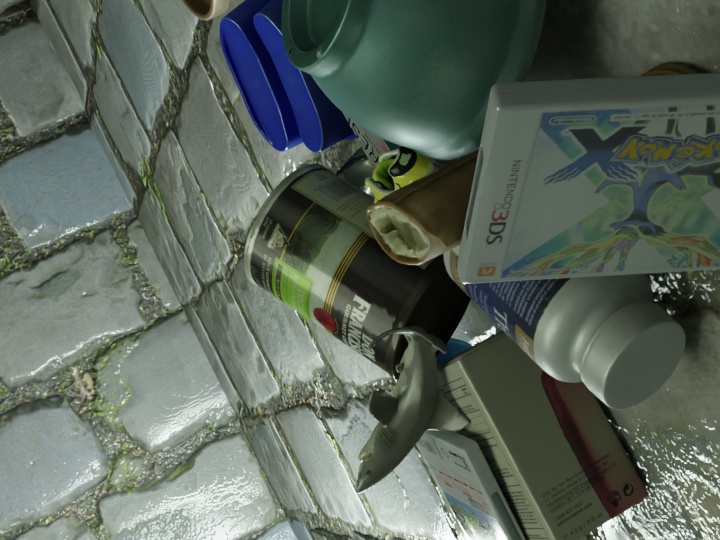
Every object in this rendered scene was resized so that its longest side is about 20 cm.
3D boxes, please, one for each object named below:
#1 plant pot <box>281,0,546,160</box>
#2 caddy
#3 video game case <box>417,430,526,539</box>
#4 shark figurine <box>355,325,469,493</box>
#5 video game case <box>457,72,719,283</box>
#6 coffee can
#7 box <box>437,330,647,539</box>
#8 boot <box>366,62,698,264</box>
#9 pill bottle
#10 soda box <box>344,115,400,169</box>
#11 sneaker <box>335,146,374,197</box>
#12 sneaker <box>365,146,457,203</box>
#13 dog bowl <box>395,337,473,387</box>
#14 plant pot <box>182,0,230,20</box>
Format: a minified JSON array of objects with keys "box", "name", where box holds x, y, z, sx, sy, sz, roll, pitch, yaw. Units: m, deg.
[{"box":[0.024,-0.192,0.850,0.200,0.133,0.203,-24,63,57],"name":"plant pot"},{"box":[-0.061,-0.222,1.244,0.141,0.105,0.202,8,129,49],"name":"caddy"},{"box":[0.123,0.246,1.161,0.202,0.018,0.143,63,163,-12],"name":"video game case"},{"box":[0.064,0.116,1.093,0.089,0.128,0.216,29,133,20],"name":"shark figurine"},{"box":[0.166,-0.052,0.707,0.183,0.197,0.022,94,171,-58],"name":"video game case"},{"box":[0.000,0.000,1.188,0.199,0.146,0.147,32,150,24],"name":"coffee can"},{"box":[0.167,0.157,1.121,0.202,0.108,0.128,62,164,4],"name":"box"},{"box":[0.121,-0.065,0.788,0.067,0.199,0.175,65,162,-7],"name":"boot"},{"box":[0.163,0.019,0.933,0.200,0.110,0.112,47,156,42],"name":"pill bottle"},{"box":[0.026,-0.160,1.137,0.202,0.068,0.064,61,162,4],"name":"soda box"},{"box":[0.020,-0.087,1.288,0.087,0.074,0.200,47,166,10],"name":"sneaker"},{"box":[0.042,-0.074,1.005,0.076,0.076,0.200,30,167,-10],"name":"sneaker"},{"box":[0.120,0.148,1.256,0.200,0.110,0.050,49,144,38],"name":"dog bowl"},{"box":[-0.179,-0.403,1.342,0.202,0.092,0.202,54,161,28],"name":"plant pot"}]
